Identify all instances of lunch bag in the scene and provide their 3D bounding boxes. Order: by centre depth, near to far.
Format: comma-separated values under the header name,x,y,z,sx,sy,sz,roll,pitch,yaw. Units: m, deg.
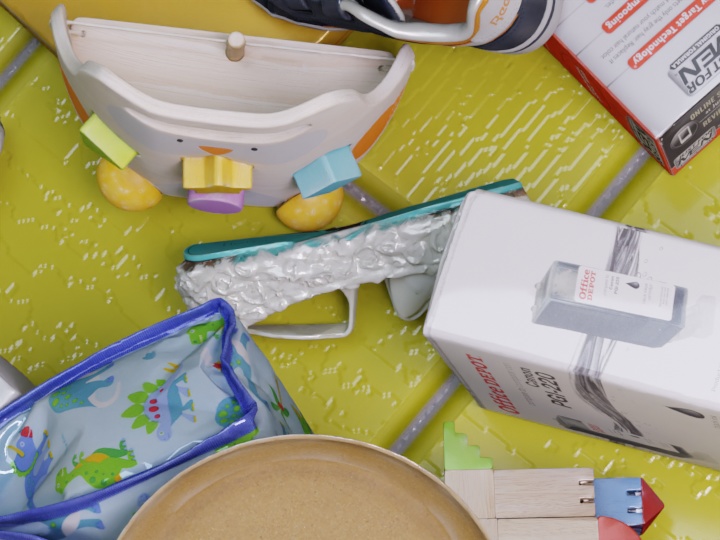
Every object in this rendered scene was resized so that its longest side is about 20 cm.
name,x,y,z,sx,sy,sz,roll,pitch,yaw
lunch bag,-0.112,0.137,1.323,0.200,0.170,0.128,-24,38,7

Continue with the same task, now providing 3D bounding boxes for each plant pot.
name,x,y,z,sx,sy,sz,roll,pitch,yaw
plant pot,-0.027,0.171,1.242,0.200,0.027,0.200,0,101,-3

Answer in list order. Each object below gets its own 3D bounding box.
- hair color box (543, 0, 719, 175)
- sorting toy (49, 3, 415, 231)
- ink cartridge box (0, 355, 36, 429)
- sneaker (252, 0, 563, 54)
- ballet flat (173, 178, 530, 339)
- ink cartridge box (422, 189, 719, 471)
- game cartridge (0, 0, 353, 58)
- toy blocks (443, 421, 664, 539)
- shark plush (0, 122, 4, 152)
name,x,y,z,sx,sy,sz,roll,pitch,yaw
hair color box,0.136,-0.158,1.434,0.101,0.061,0.200,-41,65,-1
sorting toy,-0.073,-0.084,1.376,0.200,0.180,0.107,6,87,-1
ink cartridge box,-0.249,0.128,1.387,0.200,0.146,0.083,-46,67,-4
sneaker,0.005,-0.164,1.414,0.200,0.079,0.079,12,92,30
ballet flat,0.000,0.000,1.421,0.200,0.072,0.072,-12,69,12
ink cartridge box,0.146,0.038,1.317,0.200,0.146,0.085,16,77,19
game cartridge,-0.100,-0.172,1.519,0.176,0.032,0.200,-45,69,-4
toy blocks,0.111,0.176,1.317,0.136,0.100,0.200,-2,71,2
shark plush,-0.293,-0.028,1.518,0.200,0.091,0.083,-25,44,25
